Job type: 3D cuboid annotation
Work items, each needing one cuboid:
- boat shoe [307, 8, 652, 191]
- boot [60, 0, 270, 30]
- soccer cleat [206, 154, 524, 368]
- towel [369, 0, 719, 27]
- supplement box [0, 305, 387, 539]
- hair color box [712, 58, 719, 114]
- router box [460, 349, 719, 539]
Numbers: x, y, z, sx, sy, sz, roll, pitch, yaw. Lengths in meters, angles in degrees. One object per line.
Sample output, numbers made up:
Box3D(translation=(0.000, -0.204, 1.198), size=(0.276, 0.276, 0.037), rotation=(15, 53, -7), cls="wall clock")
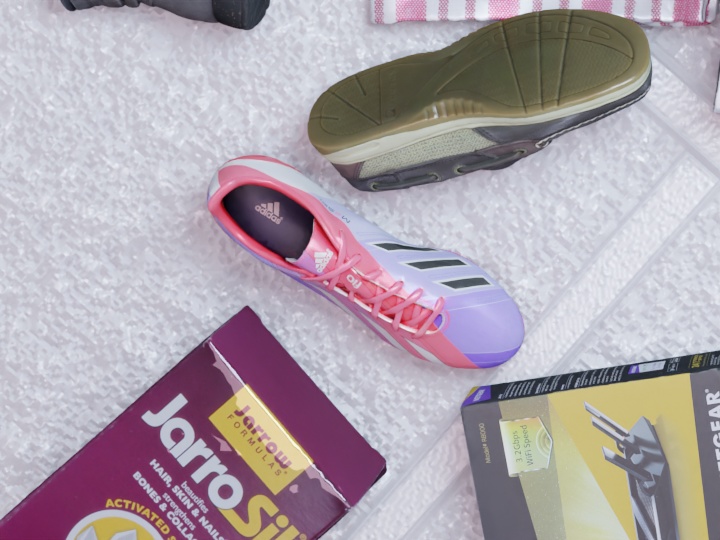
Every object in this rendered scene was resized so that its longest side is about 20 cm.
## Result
Box3D(translation=(0.071, -0.090, 1.454), size=(0.200, 0.072, 0.066), rotation=(-13, 142, 19), cls="boat shoe")
Box3D(translation=(-0.110, -0.237, 1.461), size=(0.131, 0.070, 0.201), rotation=(11, 99, 14), cls="boot")
Box3D(translation=(0.000, 0.000, 1.478), size=(0.199, 0.076, 0.067), rotation=(32, 105, 4), cls="soccer cleat")
Box3D(translation=(0.100, -0.207, 1.443), size=(0.199, 0.030, 0.147), rotation=(2, 101, 11), cls="towel")
Box3D(translation=(-0.104, 0.138, 1.512), size=(0.200, 0.103, 0.131), rotation=(-42, 90, 15), cls="supplement box")
Box3D(translation=(0.295, -0.123, 1.405), size=(0.199, 0.061, 0.102), rotation=(9, 102, 8), cls="hair color box")
Box3D(translation=(0.152, 0.155, 1.492), size=(0.156, 0.052, 0.201), rotation=(-10, 99, 13), cls="router box")
